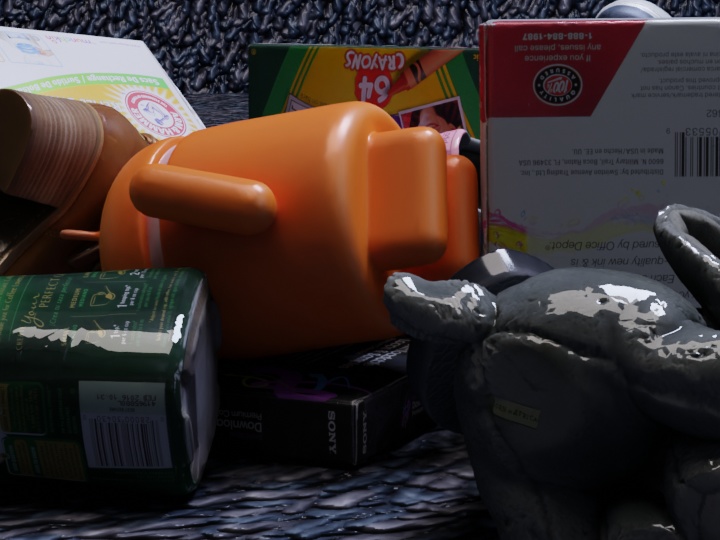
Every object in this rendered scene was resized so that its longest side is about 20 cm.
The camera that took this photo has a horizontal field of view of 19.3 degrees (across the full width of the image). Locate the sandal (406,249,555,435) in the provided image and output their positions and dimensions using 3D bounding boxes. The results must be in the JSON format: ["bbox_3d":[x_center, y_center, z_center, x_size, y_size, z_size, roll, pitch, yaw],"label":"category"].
[{"bbox_3d":[0.059,0.037,0.901,0.076,0.043,0.200,-33,-24,1],"label":"sandal"}]

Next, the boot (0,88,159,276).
[{"bbox_3d":[-0.173,0.005,1.093,0.076,0.201,0.155,30,6,31],"label":"boot"}]

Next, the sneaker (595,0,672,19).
[{"bbox_3d":[0.158,-0.053,1.232,0.076,0.204,0.146,-12,5,32],"label":"sneaker"}]

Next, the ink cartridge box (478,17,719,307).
[{"bbox_3d":[0.129,-0.020,1.022,0.144,0.202,0.083,0,7,1],"label":"ink cartridge box"}]

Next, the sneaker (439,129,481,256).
[{"bbox_3d":[0.022,-0.048,1.104,0.198,0.082,0.071,7,51,1],"label":"sneaker"}]

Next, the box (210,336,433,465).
[{"bbox_3d":[-0.059,0.059,1.077,0.198,0.037,0.143,2,11,27],"label":"box"}]

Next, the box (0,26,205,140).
[{"bbox_3d":[-0.194,-0.060,1.159,0.199,0.113,0.102,1,42,-44],"label":"box"}]

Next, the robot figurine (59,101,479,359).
[{"bbox_3d":[-0.043,-0.018,1.027,0.198,0.118,0.144,-9,18,25],"label":"robot figurine"}]

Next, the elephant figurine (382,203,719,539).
[{"bbox_3d":[0.122,0.051,0.812,0.140,0.157,0.200,-8,8,27],"label":"elephant figurine"}]

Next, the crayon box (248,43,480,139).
[{"bbox_3d":[0.022,-0.049,1.289,0.199,0.175,0.058,5,8,37],"label":"crayon box"}]

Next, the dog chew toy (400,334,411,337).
[{"bbox_3d":[0.000,0.000,1.191,0.198,0.126,0.124,13,15,26],"label":"dog chew toy"}]

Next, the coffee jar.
[{"bbox_3d":[-0.166,0.050,0.956,0.198,0.086,0.105,0,31,6],"label":"coffee jar"}]
